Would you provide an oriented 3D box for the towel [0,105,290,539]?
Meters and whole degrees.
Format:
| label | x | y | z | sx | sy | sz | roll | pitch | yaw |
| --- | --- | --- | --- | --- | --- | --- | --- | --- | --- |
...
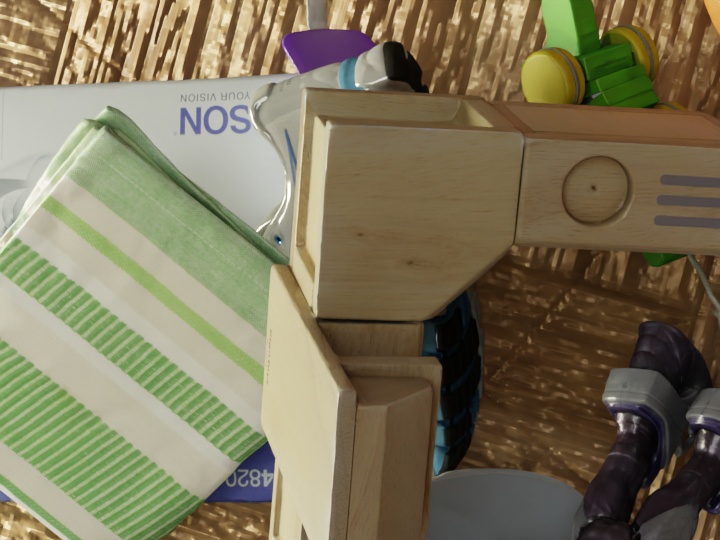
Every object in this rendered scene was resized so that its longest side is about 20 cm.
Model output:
| label | x | y | z | sx | sy | sz | roll | pitch | yaw |
| --- | --- | --- | --- | --- | --- | --- | --- | --- | --- |
| towel | -0.111 | 0.039 | 0.971 | 0.152 | 0.023 | 0.200 | 40 | 122 | -6 |

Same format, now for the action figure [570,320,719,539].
| label | x | y | z | sx | sy | sz | roll | pitch | yaw |
| --- | --- | --- | --- | --- | --- | --- | --- | --- | --- |
| action figure | 0.108 | 0.113 | 0.890 | 0.130 | 0.069 | 0.200 | 9 | 50 | 44 |

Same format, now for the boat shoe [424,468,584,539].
| label | x | y | z | sx | sy | sz | roll | pitch | yaw |
| --- | --- | --- | --- | --- | --- | --- | --- | --- | --- |
| boat shoe | 0.008 | 0.141 | 0.970 | 0.200 | 0.066 | 0.070 | -19 | 78 | -5 |

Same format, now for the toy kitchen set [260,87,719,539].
| label | x | y | z | sx | sy | sz | roll | pitch | yaw |
| --- | --- | --- | --- | --- | --- | --- | --- | --- | --- |
| toy kitchen set | 0.062 | 0.046 | 0.846 | 0.180 | 0.163 | 0.201 | 2 | 106 | -10 |

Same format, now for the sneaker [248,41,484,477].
| label | x | y | z | sx | sy | sz | roll | pitch | yaw |
| --- | --- | --- | --- | --- | --- | --- | --- | --- | --- |
| sneaker | 0.000 | 0.000 | 0.961 | 0.086 | 0.075 | 0.200 | -8 | 107 | 18 |

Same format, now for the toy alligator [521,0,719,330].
| label | x | y | z | sx | sy | sz | roll | pitch | yaw |
| --- | --- | --- | --- | --- | --- | --- | --- | --- | --- |
| toy alligator | 0.117 | -0.042 | 0.962 | 0.054 | 0.059 | 0.200 | -35 | 79 | 54 |

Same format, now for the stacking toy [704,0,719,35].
| label | x | y | z | sx | sy | sz | roll | pitch | yaw |
| --- | --- | --- | --- | --- | --- | --- | --- | --- | --- |
| stacking toy | 0.198 | -0.057 | 0.872 | 0.146 | 0.146 | 0.201 | 1 | 74 | 15 |

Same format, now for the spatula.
| label | x | y | z | sx | sy | sz | roll | pitch | yaw |
| --- | --- | --- | --- | --- | --- | --- | --- | --- | --- |
| spatula | -0.026 | -0.149 | 1.008 | 0.021 | 0.056 | 0.200 | -36 | 68 | 47 |

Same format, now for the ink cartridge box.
| label | x | y | z | sx | sy | sz | roll | pitch | yaw |
| --- | --- | --- | --- | --- | --- | --- | --- | --- | --- |
| ink cartridge box | -0.107 | 0.010 | 1.021 | 0.199 | 0.041 | 0.201 | -2 | 87 | 14 |
